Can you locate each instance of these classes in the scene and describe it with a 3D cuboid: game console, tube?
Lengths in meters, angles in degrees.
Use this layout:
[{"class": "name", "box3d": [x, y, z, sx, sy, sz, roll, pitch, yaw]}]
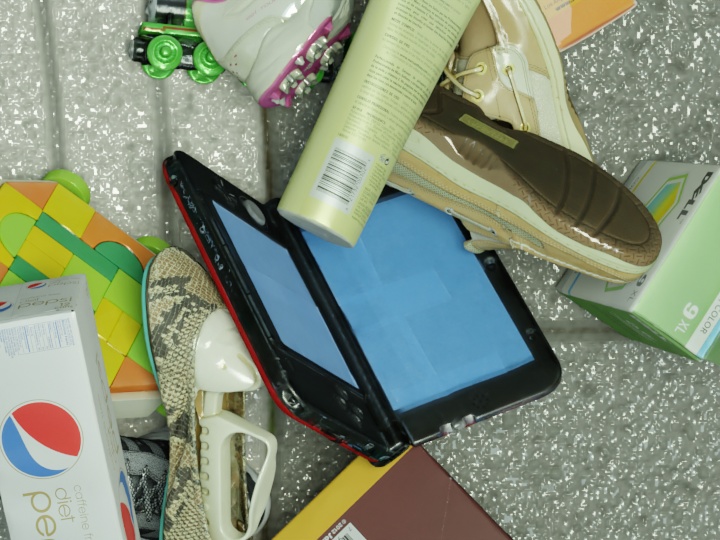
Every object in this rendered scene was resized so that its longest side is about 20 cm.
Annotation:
[{"class": "game console", "box3d": [0.000, 0.000, 1.338, 0.118, 0.201, 0.172, -38, 145, 13]}, {"class": "tube", "box3d": [0.016, -0.112, 1.317, 0.052, 0.058, 0.201, 24, 84, 15]}]

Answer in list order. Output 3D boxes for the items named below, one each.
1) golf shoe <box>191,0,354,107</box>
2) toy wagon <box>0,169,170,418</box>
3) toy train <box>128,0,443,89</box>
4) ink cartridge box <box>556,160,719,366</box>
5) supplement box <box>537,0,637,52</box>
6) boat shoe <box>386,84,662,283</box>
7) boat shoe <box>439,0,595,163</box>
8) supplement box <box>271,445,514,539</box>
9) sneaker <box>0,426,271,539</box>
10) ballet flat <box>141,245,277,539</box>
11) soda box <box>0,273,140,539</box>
[{"class": "golf shoe", "box3d": [-0.021, -0.196, 1.351, 0.091, 0.075, 0.200, 38, 88, 14]}, {"class": "toy wagon", "box3d": [-0.153, 0.029, 1.346, 0.200, 0.156, 0.040, 37, 130, -12]}, {"class": "toy train", "box3d": [-0.044, -0.140, 1.405, 0.198, 0.042, 0.057, 6, 84, -11]}, {"class": "ink cartridge box", "box3d": [0.197, -0.007, 1.380, 0.059, 0.200, 0.104, 34, 87, -13]}, {"class": "supplement box", "box3d": [0.094, -0.237, 1.410, 0.069, 0.067, 0.201, -32, 100, -7]}, {"class": "boat shoe", "box3d": [0.087, -0.041, 1.364, 0.199, 0.072, 0.076, 33, 128, 18]}, {"class": "boat shoe", "box3d": [0.087, -0.112, 1.403, 0.066, 0.074, 0.201, -30, 107, -17]}, {"class": "supplement box", "box3d": [0.030, 0.240, 1.359, 0.197, 0.133, 0.200, -43, 69, -5]}, {"class": "sneaker", "box3d": [-0.146, 0.133, 1.365, 0.199, 0.114, 0.076, 18, 98, -11]}, {"class": "ballet flat", "box3d": [-0.080, 0.086, 1.304, 0.068, 0.075, 0.202, -17, 108, -54]}, {"class": "soda box", "box3d": [-0.165, 0.109, 1.258, 0.063, 0.068, 0.201, -9, 108, 1]}]
